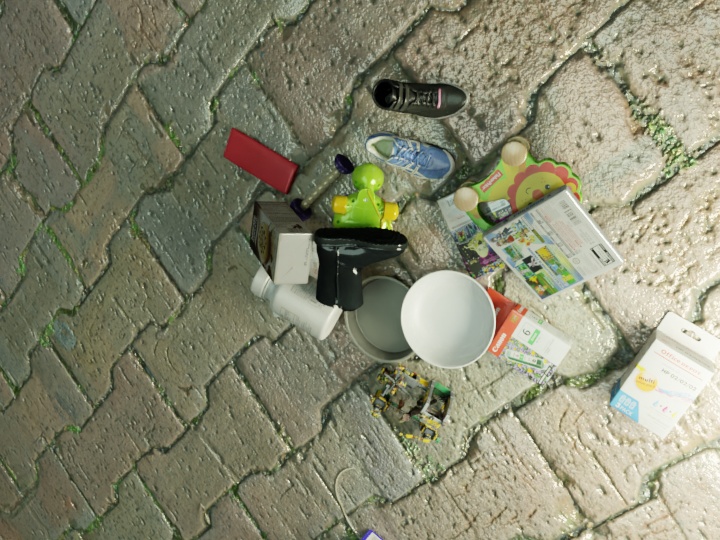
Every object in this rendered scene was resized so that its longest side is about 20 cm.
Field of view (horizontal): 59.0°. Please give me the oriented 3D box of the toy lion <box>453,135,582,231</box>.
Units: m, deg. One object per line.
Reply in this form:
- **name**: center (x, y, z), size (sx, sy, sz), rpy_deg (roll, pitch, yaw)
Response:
- **toy lion**: center (0.304, -0.138, 1.198), size (0.192, 0.069, 0.200), rpy_deg (47, 118, -1)

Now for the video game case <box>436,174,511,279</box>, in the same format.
- **video game case**: center (0.275, -0.100, 1.272), size (0.198, 0.036, 0.183), rpy_deg (-25, 91, 29)

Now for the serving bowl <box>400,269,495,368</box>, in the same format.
- **serving bowl**: center (0.186, 0.097, 1.326), size (0.197, 0.066, 0.203), rpy_deg (2, 97, 19)

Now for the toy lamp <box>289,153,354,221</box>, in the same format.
- **toy lamp**: center (-0.098, -0.175, 1.429), size (0.058, 0.058, 0.200), rpy_deg (50, 119, 7)

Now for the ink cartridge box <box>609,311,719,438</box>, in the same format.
- **ink cartridge box**: center (0.567, 0.193, 1.181), size (0.114, 0.068, 0.202), rpy_deg (31, 114, 16)

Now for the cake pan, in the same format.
- **cake pan**: center (0.058, 0.107, 1.433), size (0.198, 0.037, 0.203), rpy_deg (7, 105, 25)

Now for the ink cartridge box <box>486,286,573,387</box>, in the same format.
- **ink cartridge box**: center (0.318, 0.134, 1.301), size (0.199, 0.050, 0.110), rpy_deg (34, 116, 15)

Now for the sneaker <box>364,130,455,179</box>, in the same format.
- **sneaker**: center (0.097, -0.232, 1.306), size (0.198, 0.077, 0.077), rpy_deg (19, 109, 20)

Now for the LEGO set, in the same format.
- **LEGO set**: center (0.110, 0.304, 1.391), size (0.199, 0.116, 0.154), rpy_deg (37, 114, 0)

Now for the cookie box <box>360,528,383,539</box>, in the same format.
- **cookie box**: center (-0.025, 0.769, 1.566), size (0.075, 0.171, 0.202), rpy_deg (34, 116, 18)

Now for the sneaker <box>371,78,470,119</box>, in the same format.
- **sneaker**: center (0.111, -0.339, 1.260), size (0.197, 0.099, 0.072), rpy_deg (10, 105, 23)

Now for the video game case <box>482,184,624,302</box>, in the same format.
- **video game case**: center (0.360, -0.044, 1.193), size (0.181, 0.022, 0.200), rpy_deg (-31, 117, 34)

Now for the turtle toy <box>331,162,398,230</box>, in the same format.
- **turtle toy**: center (0.008, -0.128, 1.361), size (0.143, 0.101, 0.203), rpy_deg (8, 109, -3)

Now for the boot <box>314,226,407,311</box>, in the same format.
- **boot**: center (0.000, 0.000, 1.318), size (0.197, 0.077, 0.170), rpy_deg (3, 119, 9)

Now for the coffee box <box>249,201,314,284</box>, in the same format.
- **coffee box**: center (-0.174, -0.064, 1.375), size (0.200, 0.079, 0.115), rpy_deg (-134, 48, -56)

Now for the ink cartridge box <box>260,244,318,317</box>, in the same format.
- **ink cartridge box**: center (-0.131, 0.015, 1.509), size (0.197, 0.057, 0.165), rpy_deg (-11, 98, 14)

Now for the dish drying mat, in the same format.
- **dish drying mat**: center (-0.236, -0.258, 1.501), size (0.199, 0.018, 0.078), rpy_deg (32, 114, 17)

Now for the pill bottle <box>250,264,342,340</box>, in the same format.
- **pill bottle**: center (-0.142, 0.060, 1.436), size (0.198, 0.114, 0.115), rpy_deg (30, 114, 8)
